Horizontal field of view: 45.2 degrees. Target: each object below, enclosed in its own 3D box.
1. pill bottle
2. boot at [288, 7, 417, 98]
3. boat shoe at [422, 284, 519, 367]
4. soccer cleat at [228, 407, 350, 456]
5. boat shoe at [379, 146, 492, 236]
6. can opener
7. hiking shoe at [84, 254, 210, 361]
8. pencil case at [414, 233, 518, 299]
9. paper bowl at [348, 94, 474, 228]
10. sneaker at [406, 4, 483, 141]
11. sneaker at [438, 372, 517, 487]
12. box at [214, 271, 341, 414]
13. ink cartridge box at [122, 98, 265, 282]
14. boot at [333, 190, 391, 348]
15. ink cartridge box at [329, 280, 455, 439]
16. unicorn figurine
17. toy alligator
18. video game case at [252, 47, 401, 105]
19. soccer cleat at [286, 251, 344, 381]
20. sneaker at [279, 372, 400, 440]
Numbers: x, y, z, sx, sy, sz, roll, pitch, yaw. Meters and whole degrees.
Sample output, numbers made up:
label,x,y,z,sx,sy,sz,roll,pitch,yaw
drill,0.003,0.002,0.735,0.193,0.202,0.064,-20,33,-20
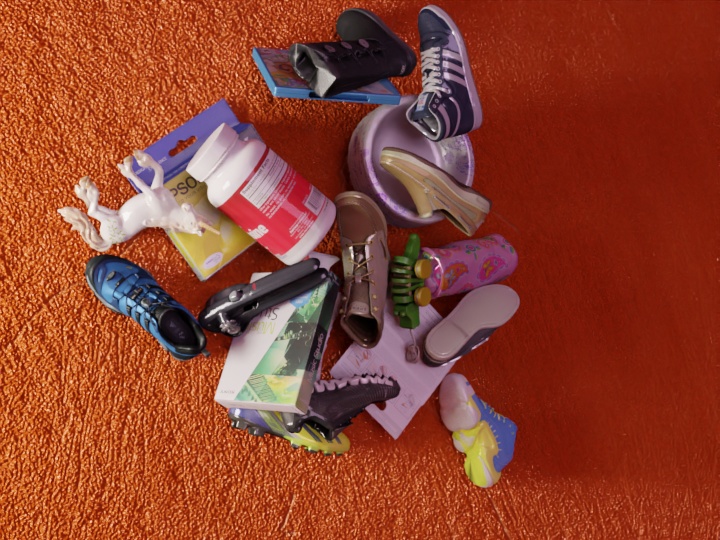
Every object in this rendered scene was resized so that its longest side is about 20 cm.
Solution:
label,x,y,z,sx,sy,sz,roll,pitch,yaw
pill bottle,-0.140,-0.109,1.209,0.200,0.112,0.113,40,69,-18
boot,-0.033,-0.332,1.299,0.164,0.066,0.199,38,43,26
boat shoe,0.172,0.089,1.375,0.199,0.062,0.073,-33,69,-29
soccer cleat,-0.096,0.216,1.266,0.199,0.065,0.084,23,74,-22
boat shoe,0.106,-0.113,1.293,0.199,0.072,0.077,27,89,-20
can opener,-0.139,0.032,1.201,0.063,0.199,0.079,36,34,-57
hiking shoe,-0.284,0.044,1.178,0.200,0.087,0.075,41,68,-17
pencil case,0.165,-0.009,1.392,0.199,0.087,0.088,-13,90,-42
paper bowl,0.073,-0.168,1.373,0.199,0.104,0.203,3,83,-27
sneaker,0.110,-0.293,1.304,0.108,0.070,0.202,-28,102,-31
sneaker,0.196,0.245,1.411,0.105,0.075,0.202,-27,108,-37
box,-0.115,0.097,1.212,0.036,0.143,0.202,42,54,-49
ink cartridge box,-0.211,-0.122,1.260,0.197,0.047,0.201,-39,104,-24
boot,0.000,0.000,1.261,0.201,0.071,0.156,72,20,-44
ink cartridge box,0.055,0.137,1.364,0.161,0.050,0.200,46,70,-15
unicorn figurine,-0.295,-0.087,1.171,0.138,0.198,0.074,62,20,-20
toy alligator,0.069,0.046,1.311,0.054,0.059,0.202,-5,98,-48
video game case,-0.052,-0.296,1.311,0.198,0.144,0.018,0,126,-23
soccer cleat,-0.061,0.070,1.300,0.084,0.069,0.202,-2,80,-22
sneaker,-0.031,0.198,1.247,0.198,0.066,0.091,1,76,-28
